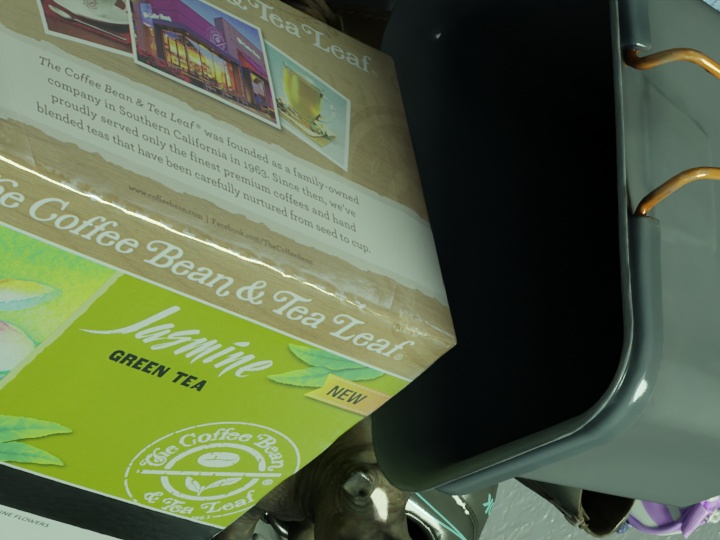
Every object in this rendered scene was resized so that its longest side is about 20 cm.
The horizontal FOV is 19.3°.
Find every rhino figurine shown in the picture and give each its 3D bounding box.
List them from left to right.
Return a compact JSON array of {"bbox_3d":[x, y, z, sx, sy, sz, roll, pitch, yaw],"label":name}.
[{"bbox_3d":[-0.028,0.074,0.787,0.059,0.200,0.088,5,105,-37],"label":"rhino figurine"}]

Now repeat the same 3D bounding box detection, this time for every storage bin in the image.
[{"bbox_3d":[0.099,-0.016,0.745,0.134,0.202,0.145,18,150,-35],"label":"storage bin"}]

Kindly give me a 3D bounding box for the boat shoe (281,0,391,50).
[{"bbox_3d":[-0.032,-0.075,0.837,0.199,0.072,0.064,-12,163,-33],"label":"boat shoe"}]

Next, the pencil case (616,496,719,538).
[{"bbox_3d":[0.227,0.102,1.205,0.199,0.085,0.084,-6,128,-41],"label":"pencil case"}]

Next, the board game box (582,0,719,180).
[{"bbox_3d":[0.094,-0.102,0.860,0.103,0.019,0.200,46,66,-6],"label":"board game box"}]

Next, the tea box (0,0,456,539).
[{"bbox_3d":[-0.111,-0.005,0.708,0.199,0.135,0.197,22,132,-36],"label":"tea box"}]

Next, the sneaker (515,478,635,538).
[{"bbox_3d":[0.081,0.038,1.011,0.075,0.106,0.201,-39,136,-14],"label":"sneaker"}]

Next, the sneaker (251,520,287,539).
[{"bbox_3d":[-0.049,0.134,0.952,0.200,0.115,0.075,-45,141,-9],"label":"sneaker"}]

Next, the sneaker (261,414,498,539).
[{"bbox_3d":[-0.029,0.065,0.890,0.199,0.075,0.080,24,65,-11],"label":"sneaker"}]
